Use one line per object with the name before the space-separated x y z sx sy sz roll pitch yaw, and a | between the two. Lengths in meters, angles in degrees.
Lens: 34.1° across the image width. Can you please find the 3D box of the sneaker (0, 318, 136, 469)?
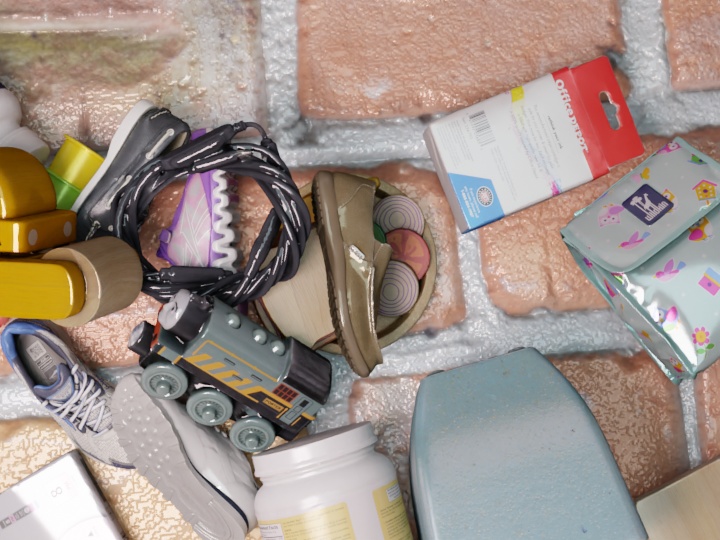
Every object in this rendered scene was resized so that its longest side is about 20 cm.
sneaker | -0.287 0.124 1.161 0.200 0.085 0.077 43 85 1

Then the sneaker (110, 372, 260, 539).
sneaker | -0.167 0.178 1.158 0.076 0.081 0.201 -27 102 39

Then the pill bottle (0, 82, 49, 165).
pill bottle | -0.409 -0.159 1.165 0.200 0.111 0.111 42 85 1

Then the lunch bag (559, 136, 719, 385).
lunch bag | 0.320 -0.016 1.181 0.170 0.122 0.201 -38 80 -2

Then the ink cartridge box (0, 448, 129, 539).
ink cartridge box | -0.329 0.299 1.164 0.198 0.057 0.164 -31 89 -9

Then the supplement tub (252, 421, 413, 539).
supplement tub | -0.021 0.260 1.132 0.143 0.145 0.203 -15 86 -3

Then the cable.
cable | -0.148 -0.040 1.127 0.198 0.051 0.165 -27 99 6

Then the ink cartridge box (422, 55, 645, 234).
ink cartridge box | 0.177 -0.129 1.208 0.197 0.067 0.118 -22 87 -4

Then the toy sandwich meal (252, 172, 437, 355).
toy sandwich meal | -0.018 -0.006 1.189 0.202 0.070 0.209 0 86 -2

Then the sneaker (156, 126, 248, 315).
sneaker | -0.165 -0.043 1.186 0.087 0.080 0.204 -5 87 5

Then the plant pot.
plant pot | 0.136 0.189 1.129 0.193 0.196 0.203 -15 76 -3

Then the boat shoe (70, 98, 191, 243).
boat shoe | -0.238 -0.071 1.173 0.060 0.076 0.202 28 96 13

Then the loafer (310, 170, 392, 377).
loafer | 0.000 0.000 1.124 0.066 0.076 0.203 -10 90 -7

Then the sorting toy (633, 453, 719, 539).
sorting toy | 0.396 0.279 1.185 0.197 0.070 0.202 -26 87 -4

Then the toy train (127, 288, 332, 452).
toy train | -0.121 0.093 1.122 0.199 0.086 0.114 35 121 -22

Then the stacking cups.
stacking cups | -0.325 -0.037 1.190 0.060 0.061 0.202 31 89 0

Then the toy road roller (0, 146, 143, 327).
toy road roller | -0.303 -0.035 1.067 0.197 0.123 0.148 5 101 18
